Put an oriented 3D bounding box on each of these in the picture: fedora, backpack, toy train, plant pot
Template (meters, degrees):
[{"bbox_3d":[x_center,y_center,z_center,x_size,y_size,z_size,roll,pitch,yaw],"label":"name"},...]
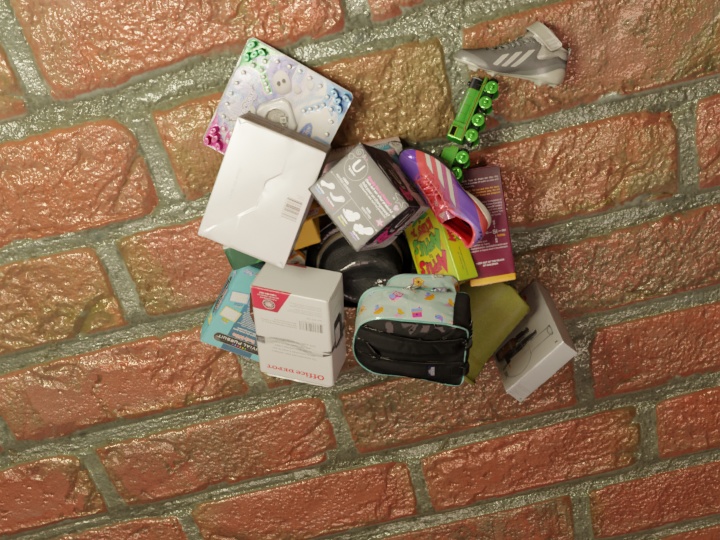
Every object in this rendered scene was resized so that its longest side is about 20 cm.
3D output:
[{"bbox_3d":[0.000,0.000,1.640,0.197,0.092,0.204,-2,114,-4],"label":"fedora"},{"bbox_3d":[0.085,0.097,1.564,0.196,0.155,0.177,-1,140,1],"label":"backpack"},{"bbox_3d":[0.181,-0.242,1.581,0.056,0.042,0.203,21,84,14],"label":"toy train"},{"bbox_3d":[0.220,0.085,1.778,0.184,0.201,0.200,-42,119,8],"label":"plant pot"}]

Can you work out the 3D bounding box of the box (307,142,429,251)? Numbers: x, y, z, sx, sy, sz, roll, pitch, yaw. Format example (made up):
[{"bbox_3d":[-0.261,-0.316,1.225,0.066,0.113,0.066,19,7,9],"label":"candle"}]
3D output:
[{"bbox_3d":[0.021,-0.117,1.494,0.114,0.200,0.133,-40,83,13],"label":"box"}]

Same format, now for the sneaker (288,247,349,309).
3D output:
[{"bbox_3d":[-0.090,-0.009,1.736,0.199,0.078,0.078,40,141,-20],"label":"sneaker"}]

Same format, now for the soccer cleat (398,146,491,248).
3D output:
[{"bbox_3d":[0.135,-0.123,1.539,0.200,0.074,0.068,43,139,-11],"label":"soccer cleat"}]

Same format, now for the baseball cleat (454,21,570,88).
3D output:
[{"bbox_3d":[0.257,-0.372,1.552,0.197,0.070,0.108,8,109,-17],"label":"baseball cleat"}]

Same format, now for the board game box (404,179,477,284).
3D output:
[{"bbox_3d":[0.129,-0.067,1.622,0.047,0.203,0.101,-10,169,-36],"label":"board game box"}]

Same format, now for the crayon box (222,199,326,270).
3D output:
[{"bbox_3d":[-0.143,-0.079,1.647,0.197,0.126,0.052,-18,119,6],"label":"crayon box"}]

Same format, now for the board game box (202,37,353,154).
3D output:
[{"bbox_3d":[-0.141,-0.253,1.550,0.198,0.026,0.202,28,109,-5],"label":"board game box"}]

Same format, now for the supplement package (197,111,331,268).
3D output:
[{"bbox_3d":[-0.154,-0.133,1.510,0.154,0.111,0.203,21,104,-3],"label":"supplement package"}]

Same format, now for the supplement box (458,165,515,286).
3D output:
[{"bbox_3d":[0.215,-0.080,1.651,0.084,0.110,0.204,-9,93,-2],"label":"supplement box"}]

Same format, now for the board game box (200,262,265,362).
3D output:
[{"bbox_3d":[-0.203,0.076,1.792,0.149,0.047,0.201,22,118,-20],"label":"board game box"}]

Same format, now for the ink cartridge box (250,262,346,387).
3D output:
[{"bbox_3d":[-0.106,0.095,1.622,0.143,0.084,0.202,10,130,14],"label":"ink cartridge box"}]

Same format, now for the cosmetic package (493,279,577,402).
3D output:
[{"bbox_3d":[0.328,0.135,1.802,0.051,0.201,0.151,36,113,-27],"label":"cosmetic package"}]

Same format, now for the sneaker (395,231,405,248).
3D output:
[{"bbox_3d":[0.087,-0.065,1.716,0.197,0.080,0.075,-12,123,0],"label":"sneaker"}]

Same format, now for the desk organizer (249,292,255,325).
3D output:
[{"bbox_3d":[-0.144,0.125,1.762,0.076,0.072,0.202,-16,125,5],"label":"desk organizer"}]

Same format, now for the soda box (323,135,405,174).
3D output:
[{"bbox_3d":[-0.019,-0.180,1.629,0.197,0.069,0.064,-12,116,1],"label":"soda box"}]
